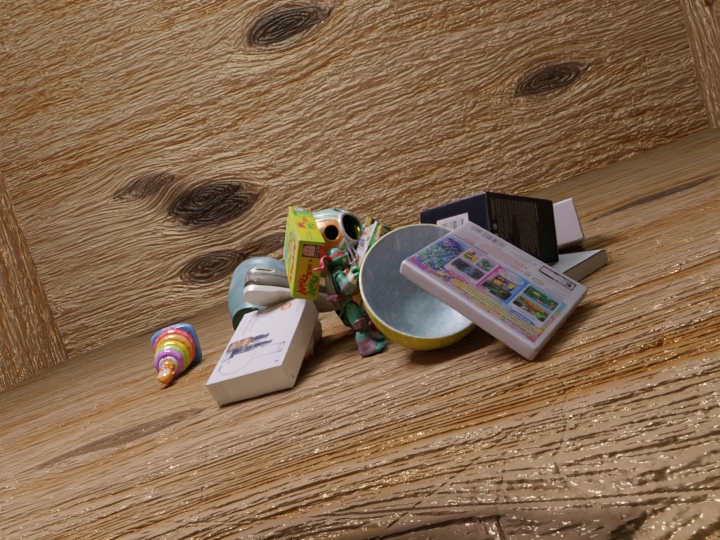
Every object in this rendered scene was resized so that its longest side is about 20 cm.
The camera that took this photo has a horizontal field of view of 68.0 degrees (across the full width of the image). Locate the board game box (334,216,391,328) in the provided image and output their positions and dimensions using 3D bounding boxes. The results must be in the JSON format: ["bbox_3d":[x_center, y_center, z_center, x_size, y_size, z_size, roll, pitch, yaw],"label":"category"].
[{"bbox_3d":[0.000,0.000,1.052,0.023,0.206,0.105,18,7,-22],"label":"board game box"}]

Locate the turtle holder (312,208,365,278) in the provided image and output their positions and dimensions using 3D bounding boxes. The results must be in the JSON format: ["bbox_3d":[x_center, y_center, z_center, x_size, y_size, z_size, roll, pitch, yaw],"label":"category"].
[{"bbox_3d":[-0.048,-0.058,1.149,0.130,0.146,0.183,-28,-37,34],"label":"turtle holder"}]

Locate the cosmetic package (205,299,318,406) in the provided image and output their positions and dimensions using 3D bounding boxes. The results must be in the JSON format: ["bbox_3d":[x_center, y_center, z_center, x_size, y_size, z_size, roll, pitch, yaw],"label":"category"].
[{"bbox_3d":[-0.164,0.133,0.932,0.146,0.053,0.202,-16,27,17],"label":"cosmetic package"}]

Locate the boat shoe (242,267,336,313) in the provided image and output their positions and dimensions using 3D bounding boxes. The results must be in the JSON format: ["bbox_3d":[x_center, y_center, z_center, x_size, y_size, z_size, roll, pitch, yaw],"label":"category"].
[{"bbox_3d":[-0.126,0.036,1.026,0.194,0.062,0.073,9,-36,-17],"label":"boat shoe"}]

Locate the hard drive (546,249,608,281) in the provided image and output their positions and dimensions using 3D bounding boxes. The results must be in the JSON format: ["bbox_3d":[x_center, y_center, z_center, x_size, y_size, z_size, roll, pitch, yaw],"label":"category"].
[{"bbox_3d":[0.316,0.004,0.950,0.129,0.027,0.198,-23,6,-30],"label":"hard drive"}]

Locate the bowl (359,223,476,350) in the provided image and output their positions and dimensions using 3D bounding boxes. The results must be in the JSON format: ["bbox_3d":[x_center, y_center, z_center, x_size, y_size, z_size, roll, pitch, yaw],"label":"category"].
[{"bbox_3d":[0.096,0.043,0.802,0.194,0.203,0.109,-20,-37,-11],"label":"bowl"}]

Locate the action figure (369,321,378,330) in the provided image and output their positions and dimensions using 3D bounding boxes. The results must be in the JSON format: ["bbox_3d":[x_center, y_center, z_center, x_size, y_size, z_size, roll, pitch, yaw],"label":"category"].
[{"bbox_3d":[0.082,0.048,0.992,0.195,0.102,0.065,-24,6,-16],"label":"action figure"}]

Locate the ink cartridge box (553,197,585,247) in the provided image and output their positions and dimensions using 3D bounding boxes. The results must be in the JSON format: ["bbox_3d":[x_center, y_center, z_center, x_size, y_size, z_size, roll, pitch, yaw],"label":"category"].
[{"bbox_3d":[0.350,-0.070,1.106,0.194,0.087,0.145,-18,-7,18],"label":"ink cartridge box"}]

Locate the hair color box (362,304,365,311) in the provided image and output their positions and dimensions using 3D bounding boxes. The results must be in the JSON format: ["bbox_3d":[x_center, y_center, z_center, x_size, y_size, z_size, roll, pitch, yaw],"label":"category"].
[{"bbox_3d":[0.028,0.042,1.130,0.062,0.115,0.199,-21,5,-23],"label":"hair color box"}]

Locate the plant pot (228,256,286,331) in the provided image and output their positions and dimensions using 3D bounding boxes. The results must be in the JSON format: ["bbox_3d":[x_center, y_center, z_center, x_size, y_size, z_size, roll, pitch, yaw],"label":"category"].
[{"bbox_3d":[-0.239,0.092,1.296,0.194,0.204,0.136,-16,32,20],"label":"plant pot"}]

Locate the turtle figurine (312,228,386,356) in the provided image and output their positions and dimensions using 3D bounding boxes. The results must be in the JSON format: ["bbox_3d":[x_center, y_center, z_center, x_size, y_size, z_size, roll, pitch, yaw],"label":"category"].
[{"bbox_3d":[-0.010,0.032,0.892,0.097,0.207,0.149,-15,6,19],"label":"turtle figurine"}]

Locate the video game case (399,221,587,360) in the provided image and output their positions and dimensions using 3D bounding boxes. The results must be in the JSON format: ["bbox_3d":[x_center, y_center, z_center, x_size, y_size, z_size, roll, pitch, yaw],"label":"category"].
[{"bbox_3d":[0.176,0.014,0.698,0.197,0.024,0.180,34,40,26],"label":"video game case"}]

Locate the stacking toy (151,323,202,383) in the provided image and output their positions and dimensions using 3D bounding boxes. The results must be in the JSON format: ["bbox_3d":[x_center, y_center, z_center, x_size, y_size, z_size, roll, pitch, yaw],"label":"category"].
[{"bbox_3d":[-0.456,0.217,1.281,0.112,0.114,0.200,-16,17,-5],"label":"stacking toy"}]

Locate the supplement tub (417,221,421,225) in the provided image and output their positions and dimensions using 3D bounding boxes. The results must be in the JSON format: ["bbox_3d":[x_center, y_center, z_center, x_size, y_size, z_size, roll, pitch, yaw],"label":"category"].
[{"bbox_3d":[0.201,-0.059,1.195,0.119,0.128,0.197,-14,-10,34],"label":"supplement tub"}]

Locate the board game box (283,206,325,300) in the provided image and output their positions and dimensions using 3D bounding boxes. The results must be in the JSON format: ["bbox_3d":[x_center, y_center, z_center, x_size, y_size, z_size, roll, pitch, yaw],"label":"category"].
[{"bbox_3d":[-0.107,-0.038,0.977,0.046,0.105,0.201,5,21,-14],"label":"board game box"}]

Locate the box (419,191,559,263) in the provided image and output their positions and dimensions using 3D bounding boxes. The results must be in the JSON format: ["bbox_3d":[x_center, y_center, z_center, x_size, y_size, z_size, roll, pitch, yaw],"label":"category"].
[{"bbox_3d":[0.220,-0.058,0.911,0.195,0.112,0.146,-2,-6,-39],"label":"box"}]

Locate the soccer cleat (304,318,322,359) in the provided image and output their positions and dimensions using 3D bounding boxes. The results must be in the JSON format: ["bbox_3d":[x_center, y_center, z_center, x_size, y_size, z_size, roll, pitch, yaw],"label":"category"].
[{"bbox_3d":[-0.118,0.123,1.036,0.067,0.080,0.200,-17,6,9],"label":"soccer cleat"}]
